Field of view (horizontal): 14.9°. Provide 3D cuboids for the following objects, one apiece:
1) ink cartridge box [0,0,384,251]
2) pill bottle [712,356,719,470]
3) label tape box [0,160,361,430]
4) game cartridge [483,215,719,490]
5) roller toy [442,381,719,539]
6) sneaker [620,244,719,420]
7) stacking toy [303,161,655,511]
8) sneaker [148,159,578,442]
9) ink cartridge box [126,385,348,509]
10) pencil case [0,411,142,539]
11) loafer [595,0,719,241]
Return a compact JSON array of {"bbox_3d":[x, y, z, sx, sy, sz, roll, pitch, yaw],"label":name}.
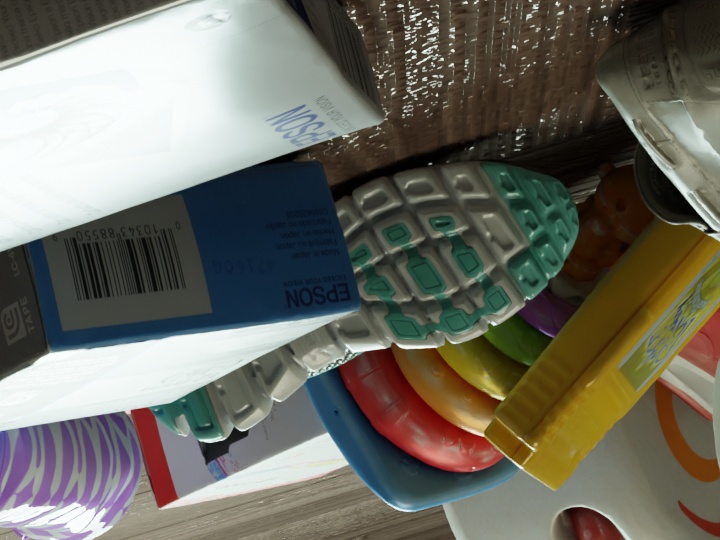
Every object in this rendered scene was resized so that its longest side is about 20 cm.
[{"bbox_3d":[-0.105,-0.044,0.778,0.200,0.041,0.200,-18,170,8],"label":"ink cartridge box"},{"bbox_3d":[0.261,0.060,1.181,0.199,0.113,0.113,-6,168,-14],"label":"pill bottle"},{"bbox_3d":[-0.117,0.024,1.058,0.143,0.066,0.200,-8,165,-40],"label":"label tape box"},{"bbox_3d":[0.134,0.010,1.198,0.200,0.032,0.176,-51,168,0],"label":"game cartridge"},{"bbox_3d":[0.131,0.105,1.551,0.140,0.183,0.200,-22,168,33],"label":"roller toy"},{"bbox_3d":[0.168,-0.006,1.411,0.116,0.078,0.200,-50,149,2],"label":"sneaker"},{"bbox_3d":[0.072,0.012,1.257,0.110,0.116,0.200,-14,157,-48],"label":"stacking toy"},{"bbox_3d":[0.000,0.000,1.152,0.200,0.078,0.091,-21,-170,19],"label":"sneaker"},{"bbox_3d":[-0.036,0.070,1.424,0.116,0.067,0.200,-8,167,-40],"label":"ink cartridge box"},{"bbox_3d":[-0.166,0.088,1.259,0.086,0.084,0.200,-53,163,5],"label":"pencil case"},{"bbox_3d":[0.138,-0.044,1.036,0.070,0.070,0.200,-12,151,14],"label":"loafer"}]
